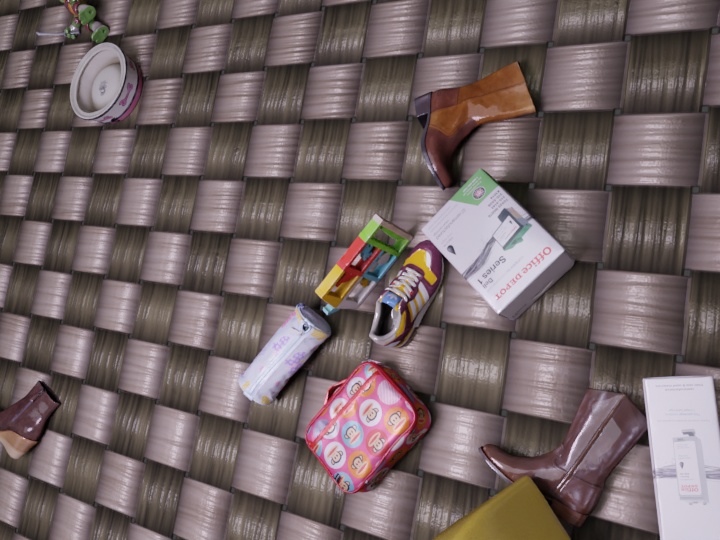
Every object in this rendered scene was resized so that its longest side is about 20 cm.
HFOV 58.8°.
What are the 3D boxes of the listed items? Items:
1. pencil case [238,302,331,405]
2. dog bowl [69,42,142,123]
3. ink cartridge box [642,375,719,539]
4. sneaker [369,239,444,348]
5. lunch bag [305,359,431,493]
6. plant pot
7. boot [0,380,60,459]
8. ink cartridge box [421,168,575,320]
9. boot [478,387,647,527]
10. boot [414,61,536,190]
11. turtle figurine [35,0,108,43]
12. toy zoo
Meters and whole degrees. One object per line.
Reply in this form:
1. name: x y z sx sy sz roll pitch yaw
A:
1. pencil case: -0.141 0.158 1.191 0.083 0.091 0.200 38 104 -11
2. dog bowl: -0.630 -0.459 1.597 0.199 0.074 0.201 -6 77 27
3. ink cartridge box: 0.423 0.240 0.828 0.082 0.146 0.201 -7 77 26
4. sneaker: 0.079 0.039 1.092 0.075 0.090 0.201 21 91 30
5. lunch bag: 0.004 0.259 1.100 0.200 0.082 0.176 -50 57 9
6. plant pot: 0.167 0.432 0.865 0.194 0.199 0.196 -53 57 39
7. boot: -0.826 0.340 1.559 0.200 0.072 0.167 29 82 31
8. ink cartridge box: 0.221 -0.041 1.034 0.146 0.084 0.200 -47 62 13
9. boot: 0.298 0.242 0.944 0.186 0.064 0.201 31 98 17
10. boot: 0.205 -0.249 1.113 0.199 0.068 0.189 -13 66 19
11. turtle figurine: -0.775 -0.666 1.683 0.194 0.200 0.144 35 132 25
12. toy zoo: 0.000 0.000 1.121 0.020 0.131 0.200 44 101 28
